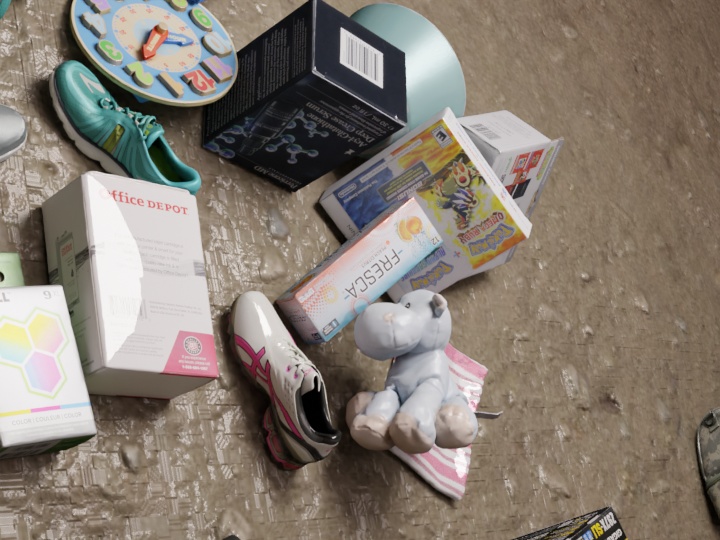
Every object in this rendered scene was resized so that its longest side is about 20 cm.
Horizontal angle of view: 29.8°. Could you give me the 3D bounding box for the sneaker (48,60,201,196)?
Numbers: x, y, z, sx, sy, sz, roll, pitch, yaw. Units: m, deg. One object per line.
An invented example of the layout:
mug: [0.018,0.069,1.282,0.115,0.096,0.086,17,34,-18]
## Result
sneaker: [-0.245,-0.147,1.433,0.200,0.079,0.078,48,41,-18]

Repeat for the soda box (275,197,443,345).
soda box: [0.000,0.000,1.578,0.199,0.063,0.069,-39,101,-23]

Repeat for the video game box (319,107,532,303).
video game box: [0.078,-0.069,1.658,0.183,0.199,0.047,51,26,-14]

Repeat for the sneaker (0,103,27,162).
sneaker: [-0.373,-0.151,1.257,0.199,0.120,0.085,-9,76,-50]

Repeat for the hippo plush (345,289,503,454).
hippo plush: [0.073,0.108,1.531,0.198,0.159,0.163,-8,101,-26]

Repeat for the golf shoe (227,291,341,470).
golf shoe: [-0.077,0.110,1.472,0.072,0.092,0.202,-15,80,-49]

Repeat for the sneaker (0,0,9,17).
sneaker: [-0.348,-0.323,1.411,0.080,0.077,0.202,47,41,-32]

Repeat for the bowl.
bowl: [0.022,-0.218,1.689,0.202,0.200,0.105,56,46,-9]

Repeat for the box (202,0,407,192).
box: [-0.066,-0.198,1.567,0.147,0.199,0.108,24,53,-37]

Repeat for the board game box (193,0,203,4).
board game box: [-0.211,-0.425,1.620,0.200,0.045,0.152,48,39,1]

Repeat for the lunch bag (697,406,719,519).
lunch bag: [0.624,0.309,2.125,0.199,0.139,0.169,23,37,-40]

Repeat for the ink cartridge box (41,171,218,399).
ink cartridge box: [-0.230,0.018,1.355,0.145,0.082,0.203,10,63,-45]

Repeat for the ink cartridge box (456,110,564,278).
ink cartridge box: [0.159,-0.098,1.762,0.084,0.202,0.175,36,29,26]

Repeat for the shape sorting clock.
shape sorting clock: [-0.227,-0.261,1.513,0.198,0.039,0.202,21,45,-23]

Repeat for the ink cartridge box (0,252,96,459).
ink cartridge box: [-0.320,0.068,1.244,0.103,0.059,0.202,-1,71,-48]

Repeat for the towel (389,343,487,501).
towel: [0.092,0.166,1.680,0.146,0.030,0.202,39,45,-27]

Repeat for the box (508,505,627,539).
box: [0.186,0.343,1.553,0.159,0.199,0.050,-23,85,-52]

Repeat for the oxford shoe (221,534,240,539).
oxford shoe: [-0.124,0.367,1.306,0.084,0.073,0.202,-19,82,-34]
